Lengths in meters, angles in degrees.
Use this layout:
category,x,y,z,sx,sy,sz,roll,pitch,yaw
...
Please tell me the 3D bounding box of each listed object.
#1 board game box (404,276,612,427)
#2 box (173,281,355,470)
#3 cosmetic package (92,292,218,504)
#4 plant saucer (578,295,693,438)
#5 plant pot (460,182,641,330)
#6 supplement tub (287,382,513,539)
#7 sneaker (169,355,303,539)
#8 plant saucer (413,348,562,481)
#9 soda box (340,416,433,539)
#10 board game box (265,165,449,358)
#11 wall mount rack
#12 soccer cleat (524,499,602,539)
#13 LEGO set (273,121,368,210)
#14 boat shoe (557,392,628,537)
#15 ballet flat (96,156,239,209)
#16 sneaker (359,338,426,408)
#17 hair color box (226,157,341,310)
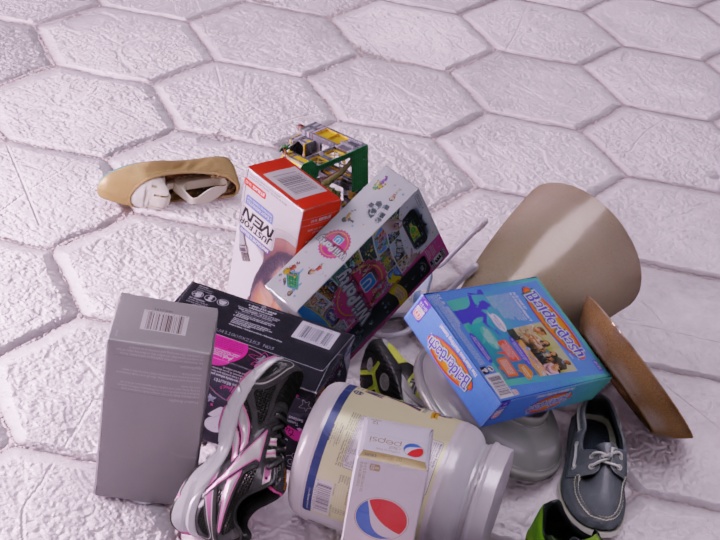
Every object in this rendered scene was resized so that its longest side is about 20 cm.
category,x,y,z,sx,sy,sz,roll,pitch,yaw
board game box,0.163,0.085,1.687,0.200,0.045,0.152,-7,53,-45
box,-0.124,0.115,1.685,0.199,0.115,0.132,18,32,11
cosmetic package,-0.206,0.134,1.555,0.106,0.201,0.090,9,34,-5
plant saucer,0.306,0.119,1.769,0.035,0.200,0.200,-36,41,2
plant pot,0.208,0.024,1.881,0.187,0.188,0.200,31,54,31
supplement tub,0.041,0.207,1.556,0.199,0.145,0.145,17,33,11
sneaker,-0.101,0.187,1.540,0.086,0.201,0.080,24,-7,27
plant saucer,0.152,0.142,1.706,0.200,0.050,0.200,29,28,-17
soda box,0.018,0.237,1.449,0.068,0.201,0.064,11,32,2
board game box,0.000,0.000,1.788,0.200,0.148,0.064,-45,54,-11
wall mount rack,0.073,0.002,1.919,0.173,0.075,0.200,-6,29,15
soccer cleat,0.229,0.306,1.510,0.067,0.081,0.200,-13,39,-31
LEGO set,-0.072,-0.095,1.964,0.154,0.201,0.116,-34,43,-31
boat shoe,0.256,0.209,1.688,0.072,0.062,0.200,10,32,1
ballet flat,-0.249,-0.113,2.057,0.199,0.069,0.063,-13,52,-30
sneaker,0.065,0.154,1.725,0.076,0.076,0.200,-4,45,-34
hair color box,-0.094,-0.017,1.816,0.064,0.201,0.111,-18,41,-38
